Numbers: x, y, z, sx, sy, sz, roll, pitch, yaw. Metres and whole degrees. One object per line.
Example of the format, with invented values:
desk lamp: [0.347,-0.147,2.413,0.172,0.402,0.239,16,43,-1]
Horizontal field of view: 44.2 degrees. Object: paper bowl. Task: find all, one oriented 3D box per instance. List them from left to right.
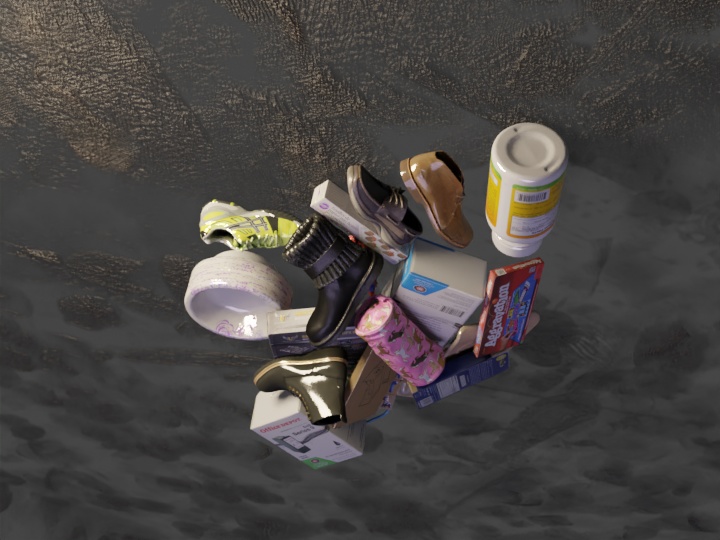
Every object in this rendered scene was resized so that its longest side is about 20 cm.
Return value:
paper bowl: [-0.227,0.040,1.682,0.196,0.106,0.202,6,145,4]

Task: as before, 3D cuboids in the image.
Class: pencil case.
pencil case: [0.071,0.126,1.587,0.082,0.088,0.200,-16,137,33]

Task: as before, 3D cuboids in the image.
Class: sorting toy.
sorting toy: [0.230,0.143,1.708,0.182,0.037,0.201,-11,151,-24]

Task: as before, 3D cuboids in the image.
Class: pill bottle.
pill bottle: [0.244,-0.112,1.329,0.109,0.113,0.201,6,145,7]

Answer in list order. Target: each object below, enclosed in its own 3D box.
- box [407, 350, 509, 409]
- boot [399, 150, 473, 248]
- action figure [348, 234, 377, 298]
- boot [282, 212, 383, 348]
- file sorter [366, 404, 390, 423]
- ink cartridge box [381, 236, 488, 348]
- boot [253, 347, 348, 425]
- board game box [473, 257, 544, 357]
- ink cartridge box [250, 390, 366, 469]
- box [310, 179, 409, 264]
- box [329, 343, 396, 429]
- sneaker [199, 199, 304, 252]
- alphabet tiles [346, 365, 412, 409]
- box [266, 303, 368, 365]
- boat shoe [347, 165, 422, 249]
box: [0.190,0.200,1.701,0.197,0.033,0.121,-23,155,0]
boot: [0.142,-0.110,1.405,0.074,0.075,0.200,-21,133,24]
action figure: [0.000,0.000,1.598,0.064,0.052,0.202,2,132,9]
boot: [-0.075,0.018,1.517,0.156,0.080,0.213,27,104,-26]
file sorter: [-0.038,0.221,1.863,0.198,0.141,0.122,31,137,-27]
ink cartridge box: [0.125,0.045,1.609,0.143,0.086,0.201,18,146,-9]
boot: [-0.114,0.234,1.655,0.197,0.141,0.077,-20,147,26]
board game box: [0.262,0.068,1.580,0.101,0.020,0.202,-14,135,-19]
ink cartridge box: [-0.105,0.314,1.809,0.145,0.085,0.199,-24,131,35]
box: [0.003,-0.080,1.507,0.199,0.042,0.038,33,140,-30]
box: [0.025,0.206,1.708,0.021,0.163,0.202,36,110,25]
sneaker: [-0.186,-0.063,1.553,0.196,0.077,0.076,8,144,3]
alphabet tiles: [0.058,0.202,1.799,0.197,0.008,0.170,12,104,-23]
box: [-0.071,0.127,1.669,0.196,0.049,0.159,-5,148,0]
boat shoe: [0.042,-0.111,1.436,0.072,0.076,0.200,-17,146,20]
